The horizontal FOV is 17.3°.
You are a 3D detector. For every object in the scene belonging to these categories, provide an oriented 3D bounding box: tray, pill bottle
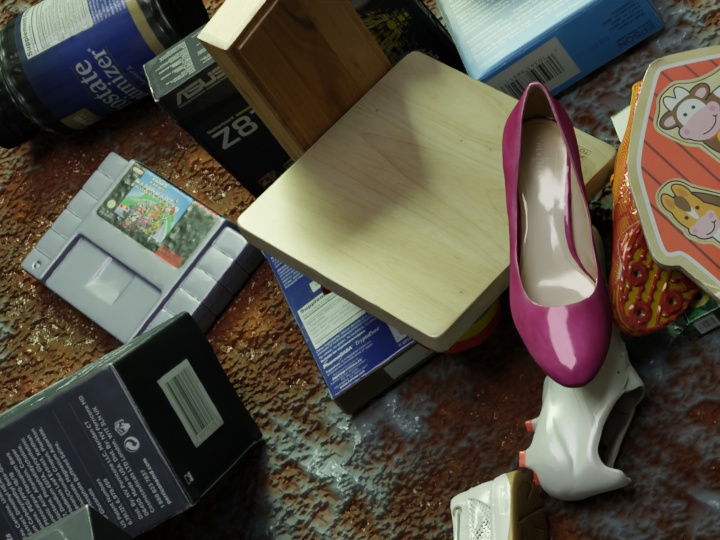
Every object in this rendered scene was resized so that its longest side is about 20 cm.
[{"bbox_3d":[-0.033,-0.143,1.726,0.037,0.200,0.099,26,73,40],"label":"tray"},{"bbox_3d":[-0.233,-0.183,1.993,0.200,0.112,0.112,-26,49,18],"label":"pill bottle"}]

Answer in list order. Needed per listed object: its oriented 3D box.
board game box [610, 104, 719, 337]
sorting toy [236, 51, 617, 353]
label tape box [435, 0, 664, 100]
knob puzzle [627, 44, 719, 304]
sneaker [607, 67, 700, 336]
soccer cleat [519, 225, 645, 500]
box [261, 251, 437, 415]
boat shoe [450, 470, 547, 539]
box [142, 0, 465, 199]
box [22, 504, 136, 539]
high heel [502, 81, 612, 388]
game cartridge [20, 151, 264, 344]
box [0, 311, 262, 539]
[{"bbox_3d":[0.247,-0.057,1.643,0.105,0.023,0.200,-27,49,16],"label":"board game box"},{"bbox_3d":[0.052,-0.038,1.695,0.200,0.070,0.199,30,64,34],"label":"sorting toy"},{"bbox_3d":[0.130,-0.227,1.808,0.144,0.063,0.200,-32,45,13],"label":"label tape box"},{"bbox_3d":[0.264,-0.074,1.560,0.219,0.030,0.220,-1,70,4],"label":"knob puzzle"},{"bbox_3d":[0.204,-0.045,1.618,0.077,0.073,0.200,-26,44,60],"label":"sneaker"},{"bbox_3d":[0.158,0.060,1.602,0.077,0.069,0.201,-4,66,26],"label":"soccer cleat"},{"bbox_3d":[0.000,0.000,1.767,0.121,0.032,0.200,-35,48,9],"label":"box"},{"bbox_3d":[0.082,0.227,1.539,0.069,0.071,0.200,-18,44,25],"label":"boat shoe"},{"bbox_3d":[-0.040,-0.155,1.810,0.200,0.161,0.049,-32,48,12],"label":"box"},{"bbox_3d":[-0.160,0.265,1.584,0.106,0.200,0.122,-29,48,14],"label":"box"},{"bbox_3d":[0.128,-0.025,1.555,0.067,0.096,0.200,-4,55,6],"label":"high heel"},{"bbox_3d":[-0.177,-0.011,1.896,0.200,0.038,0.130,32,85,43],"label":"game cartridge"},{"bbox_3d":[-0.201,0.138,1.686,0.200,0.197,0.118,-30,93,15],"label":"box"}]
